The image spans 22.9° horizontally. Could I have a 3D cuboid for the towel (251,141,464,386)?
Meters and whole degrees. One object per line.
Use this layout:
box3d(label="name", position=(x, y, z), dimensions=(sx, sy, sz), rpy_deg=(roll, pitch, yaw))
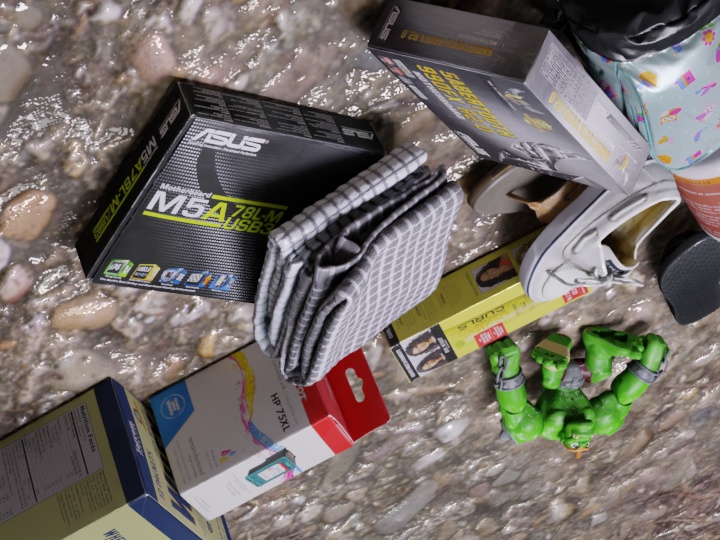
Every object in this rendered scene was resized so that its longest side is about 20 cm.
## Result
box3d(label="towel", position=(0.000, 0.000, 1.504), dimensions=(0.165, 0.086, 0.200), rpy_deg=(-35, 162, -26))

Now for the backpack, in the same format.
box3d(label="backpack", position=(0.248, -0.179, 1.450), dimensions=(0.166, 0.127, 0.200), rpy_deg=(-27, 147, -1))

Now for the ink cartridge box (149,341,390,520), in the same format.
box3d(label="ink cartridge box", position=(-0.085, 0.131, 1.657), dimensions=(0.199, 0.117, 0.067), rpy_deg=(-29, 143, 5))

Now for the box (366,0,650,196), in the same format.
box3d(label="box", position=(0.120, -0.136, 1.410), dimensions=(0.200, 0.158, 0.049), rpy_deg=(37, 76, -51))

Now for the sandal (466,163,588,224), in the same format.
box3d(label="sandal", position=(0.189, -0.066, 1.616), dimensions=(0.199, 0.055, 0.082), rpy_deg=(6, 134, -35))

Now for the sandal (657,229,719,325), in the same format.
box3d(label="sandal", position=(0.329, 0.000, 1.791), dimensions=(0.075, 0.048, 0.201), rpy_deg=(-25, 156, -1))

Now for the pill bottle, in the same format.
box3d(label="pill bottle", position=(0.343, -0.091, 1.622), dimensions=(0.112, 0.113, 0.200), rpy_deg=(-32, 143, 10))

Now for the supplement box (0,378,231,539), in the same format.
box3d(label="supplement box", position=(-0.255, 0.240, 1.681), dimensions=(0.199, 0.135, 0.200), rpy_deg=(-29, 143, 8))

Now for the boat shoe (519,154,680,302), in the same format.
box3d(label="boat shoe", position=(0.218, -0.017, 1.575), dimensions=(0.074, 0.086, 0.202), rpy_deg=(0, 143, -40))

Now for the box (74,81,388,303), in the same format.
box3d(label="box", position=(-0.107, -0.058, 1.469), dimensions=(0.199, 0.048, 0.193), rpy_deg=(9, 134, -38))

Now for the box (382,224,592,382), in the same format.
box3d(label="box", position=(0.118, 0.030, 1.699), dimensions=(0.199, 0.050, 0.075), rpy_deg=(-27, 142, 2))

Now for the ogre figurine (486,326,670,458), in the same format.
box3d(label="ogre figurine", position=(0.220, 0.122, 1.841), dimensions=(0.199, 0.098, 0.121), rpy_deg=(-15, 128, -37))
